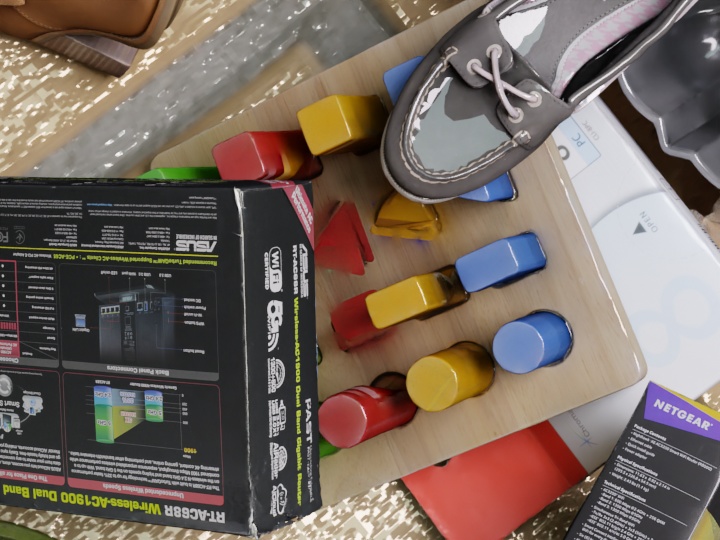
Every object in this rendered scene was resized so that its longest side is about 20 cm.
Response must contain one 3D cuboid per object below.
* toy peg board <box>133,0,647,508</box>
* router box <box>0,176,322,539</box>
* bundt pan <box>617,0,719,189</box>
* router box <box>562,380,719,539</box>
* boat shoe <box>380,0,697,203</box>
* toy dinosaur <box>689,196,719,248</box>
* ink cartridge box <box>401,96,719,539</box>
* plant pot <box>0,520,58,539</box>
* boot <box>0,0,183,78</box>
[{"bbox_3d":[0.000,0.000,0.841,0.199,0.098,0.200,-24,86,22],"label":"toy peg board"},{"bbox_3d":[-0.115,0.033,0.806,0.200,0.062,0.150,3,97,30],"label":"router box"},{"bbox_3d":[0.223,-0.134,0.854,0.076,0.202,0.202,-25,86,-52],"label":"bundt pan"},{"bbox_3d":[0.133,0.161,0.843,0.052,0.200,0.157,24,75,23],"label":"router box"},{"bbox_3d":[0.089,-0.107,0.791,0.200,0.057,0.067,-40,88,-16],"label":"boat shoe"},{"bbox_3d":[0.247,-0.020,0.957,0.200,0.086,0.136,12,78,-14],"label":"toy dinosaur"},{"bbox_3d":[0.080,0.028,0.880,0.200,0.047,0.160,-39,81,9],"label":"ink cartridge box"},{"bbox_3d":[-0.175,0.206,0.772,0.200,0.190,0.200,2,80,-13],"label":"plant pot"},{"bbox_3d":[-0.156,-0.162,0.830,0.155,0.200,0.074,27,65,-15],"label":"boot"}]
